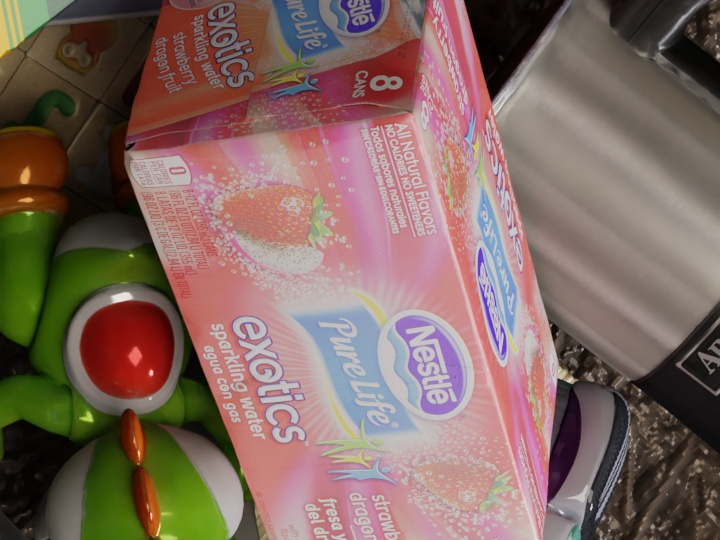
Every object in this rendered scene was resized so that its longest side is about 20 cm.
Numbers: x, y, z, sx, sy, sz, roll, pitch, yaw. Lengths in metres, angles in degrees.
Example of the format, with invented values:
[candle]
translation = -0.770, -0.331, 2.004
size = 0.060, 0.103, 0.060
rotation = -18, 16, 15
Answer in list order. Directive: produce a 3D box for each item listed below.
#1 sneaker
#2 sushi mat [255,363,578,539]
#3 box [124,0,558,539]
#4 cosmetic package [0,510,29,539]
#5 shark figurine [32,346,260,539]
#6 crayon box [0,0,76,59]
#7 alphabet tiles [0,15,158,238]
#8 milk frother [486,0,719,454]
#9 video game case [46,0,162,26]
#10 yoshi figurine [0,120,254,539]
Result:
[sneaker]
translation = 0.027, 0.123, 0.916
size = 0.087, 0.074, 0.200
rotation = 21, 67, 12
[sushi mat]
translation = -0.005, 0.090, 1.003
size = 0.200, 0.012, 0.096
rotation = -46, 118, -4
[box]
translation = 0.000, 0.000, 0.829
size = 0.094, 0.103, 0.200
rotation = -6, 130, 14
[cosmetic package]
translation = -0.140, 0.165, 0.864
size = 0.123, 0.200, 0.200
rotation = -40, 118, -3
[shark figurine]
translation = -0.035, 0.117, 0.943
size = 0.128, 0.089, 0.215
rotation = -35, 106, -6
[crayon box]
translation = -0.181, -0.098, 0.812
size = 0.200, 0.058, 0.119
rotation = -37, 108, 3
[alphabet tiles]
translation = -0.133, -0.085, 0.893
size = 0.166, 0.006, 0.200
rotation = 33, 92, -29
[milk frother]
translation = 0.140, -0.038, 0.966
size = 0.188, 0.200, 0.181
rotation = 38, 94, -3
[video game case]
translation = -0.083, -0.187, 0.866
size = 0.182, 0.023, 0.201
rotation = -8, 108, -22
[yoshi figurine]
translation = -0.083, 0.054, 0.872
size = 0.112, 0.201, 0.112
rotation = -25, 154, 26
